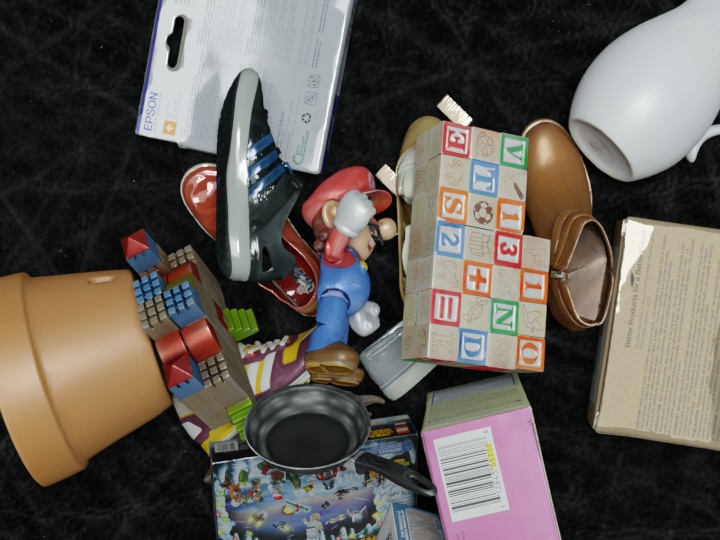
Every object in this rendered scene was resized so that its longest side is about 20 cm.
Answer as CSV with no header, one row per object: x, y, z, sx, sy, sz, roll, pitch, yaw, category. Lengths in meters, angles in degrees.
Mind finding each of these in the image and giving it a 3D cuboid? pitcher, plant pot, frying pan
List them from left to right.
-0.266,0.087,0.914,0.137,0.200,0.204,-18,90,-9,plant pot
-0.012,0.147,0.830,0.186,0.115,0.032,10,122,14,frying pan
0.304,-0.164,0.880,0.200,0.121,0.172,-45,102,-5,pitcher

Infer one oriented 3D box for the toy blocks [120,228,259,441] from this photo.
-0.160,0.048,0.876,0.098,0.137,0.202,-25,57,2,toy blocks

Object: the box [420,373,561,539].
0.122,0.202,0.860,0.095,0.200,0.180,-13,91,7,box

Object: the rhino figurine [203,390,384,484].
-0.056,0.186,0.948,0.199,0.060,0.088,-37,107,5,rhino figurine

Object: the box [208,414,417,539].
-0.043,0.220,0.910,0.195,0.040,0.140,-6,113,-12,box

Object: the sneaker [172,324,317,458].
-0.102,0.097,0.946,0.199,0.075,0.090,-42,88,4,sneaker

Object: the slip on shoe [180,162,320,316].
-0.104,-0.033,0.948,0.074,0.061,0.200,-45,85,7,slip on shoe

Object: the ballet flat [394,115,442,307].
0.062,-0.052,0.880,0.067,0.063,0.205,-9,79,26,ballet flat

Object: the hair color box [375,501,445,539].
0.026,0.336,0.896,0.059,0.100,0.203,16,110,-11,hair color box

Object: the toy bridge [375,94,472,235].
0.043,-0.077,0.947,0.067,0.027,0.201,42,96,3,toy bridge

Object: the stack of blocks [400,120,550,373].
0.104,-0.017,0.833,0.113,0.058,0.205,8,81,-21,stack of blocks

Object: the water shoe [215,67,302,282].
-0.096,-0.089,0.906,0.077,0.071,0.205,5,82,-22,water shoe

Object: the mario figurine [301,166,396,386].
0.000,0.000,0.878,0.104,0.123,0.205,14,71,-28,mario figurine

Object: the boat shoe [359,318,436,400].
0.077,0.036,0.925,0.071,0.070,0.201,44,98,0,boat shoe

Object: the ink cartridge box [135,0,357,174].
-0.113,-0.213,0.953,0.196,0.041,0.204,13,94,6,ink cartridge box

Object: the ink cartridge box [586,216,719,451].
0.311,0.060,0.898,0.161,0.075,0.205,9,93,7,ink cartridge box

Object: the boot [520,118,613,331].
0.192,-0.046,0.867,0.072,0.155,0.205,-12,91,5,boot
